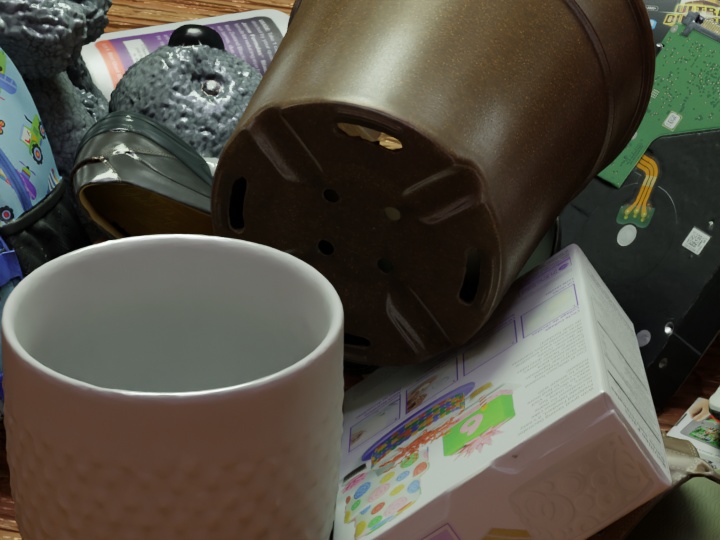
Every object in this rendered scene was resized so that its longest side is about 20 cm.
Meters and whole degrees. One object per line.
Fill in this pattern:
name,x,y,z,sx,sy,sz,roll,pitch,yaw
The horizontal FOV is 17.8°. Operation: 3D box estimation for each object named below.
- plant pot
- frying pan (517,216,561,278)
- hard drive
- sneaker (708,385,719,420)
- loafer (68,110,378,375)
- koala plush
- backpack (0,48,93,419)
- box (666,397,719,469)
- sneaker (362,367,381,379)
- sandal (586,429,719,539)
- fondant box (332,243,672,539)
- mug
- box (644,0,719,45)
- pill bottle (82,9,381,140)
plant pot,0.027,-0.069,1.153,0.199,0.201,0.199,11,37,17
frying pan,0.045,0.002,1.331,0.189,0.116,0.031,-24,-34,39
hard drive,0.175,-0.037,1.284,0.038,0.201,0.140,33,2,-42
sneaker,0.234,0.014,1.202,0.075,0.116,0.200,13,10,14
loafer,-0.069,-0.001,1.197,0.199,0.073,0.072,31,25,-7
koala plush,-0.124,-0.073,1.302,0.198,0.185,0.177,7,11,-2
backpack,-0.241,-0.026,1.176,0.181,0.201,0.135,-10,24,19
box,0.234,0.125,1.119,0.199,0.035,0.110,16,31,26
sneaker,0.000,0.000,1.288,0.078,0.091,0.199,-23,36,-38
sandal,0.122,0.107,1.057,0.200,0.058,0.080,-4,40,42
fondant box,0.062,0.077,1.078,0.144,0.058,0.200,-33,14,12
mug,-0.094,0.084,1.033,0.147,0.177,0.200,-13,30,-27
box,0.162,-0.124,1.451,0.158,0.046,0.200,7,-16,12
pill bottle,-0.089,-0.105,1.462,0.199,0.112,0.111,-11,30,-22
